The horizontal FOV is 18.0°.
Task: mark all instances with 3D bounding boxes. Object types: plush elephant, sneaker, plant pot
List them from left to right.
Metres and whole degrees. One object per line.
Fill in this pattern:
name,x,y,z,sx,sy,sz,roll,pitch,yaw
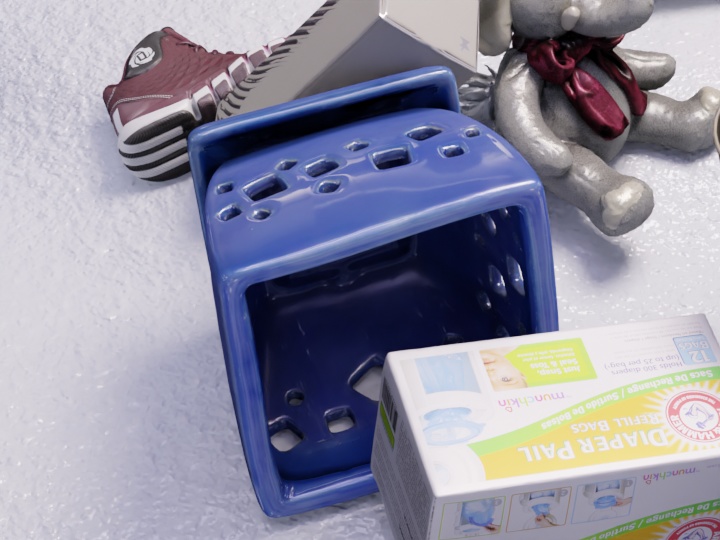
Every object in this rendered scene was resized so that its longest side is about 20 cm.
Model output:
sneaker,-0.093,-0.147,1.603,0.199,0.076,0.116,-22,46,-13
plant pot,0.000,0.000,1.379,0.198,0.201,0.180,-15,40,-8
plush elephant,0.142,-0.147,1.510,0.199,0.156,0.164,24,43,31

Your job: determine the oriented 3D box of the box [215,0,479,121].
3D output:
box,-0.013,-0.118,1.478,0.082,0.200,0.069,27,46,-26

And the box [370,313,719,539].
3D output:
box,0.118,0.108,1.304,0.198,0.102,0.113,-7,46,-13

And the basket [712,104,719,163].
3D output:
basket,0.293,-0.007,1.341,0.179,0.201,0.137,6,48,11
